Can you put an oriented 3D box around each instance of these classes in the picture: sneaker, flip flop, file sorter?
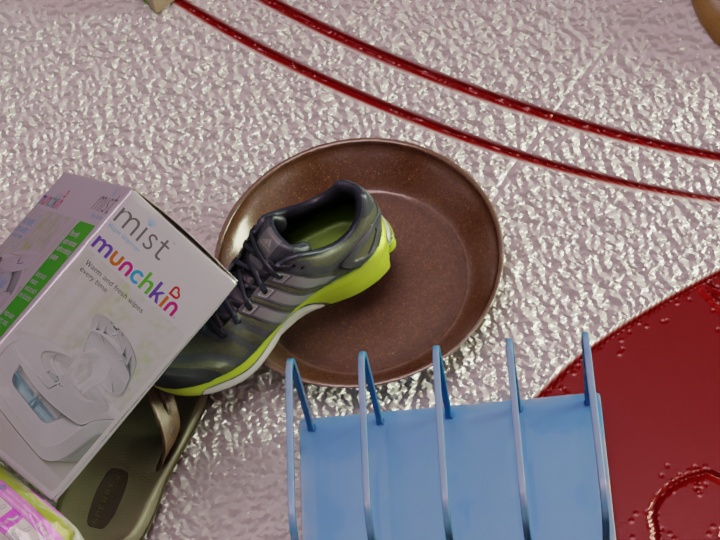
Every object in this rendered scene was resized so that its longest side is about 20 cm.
[{"bbox_3d":[-0.067,0.005,1.366,0.200,0.081,0.074,-38,61,-15],"label":"sneaker"},{"bbox_3d":[-0.154,0.098,1.375,0.081,0.058,0.200,10,57,14],"label":"flip flop"},{"bbox_3d":[0.054,0.123,1.295,0.200,0.123,0.139,-6,57,5],"label":"file sorter"}]

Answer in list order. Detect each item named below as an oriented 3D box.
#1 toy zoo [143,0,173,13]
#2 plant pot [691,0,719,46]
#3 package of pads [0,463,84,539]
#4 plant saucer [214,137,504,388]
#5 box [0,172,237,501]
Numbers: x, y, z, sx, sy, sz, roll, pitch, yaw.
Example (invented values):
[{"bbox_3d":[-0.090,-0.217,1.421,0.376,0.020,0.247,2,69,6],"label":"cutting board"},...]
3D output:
[{"bbox_3d":[-0.174,-0.299,1.646,0.131,0.020,0.200,-40,61,-16],"label":"toy zoo"},{"bbox_3d":[0.341,-0.223,1.522,0.200,0.028,0.200,-3,58,5],"label":"plant pot"},{"bbox_3d":[-0.243,0.160,1.294,0.200,0.155,0.068,35,69,25],"label":"package of pads"},{"bbox_3d":[0.000,0.000,1.428,0.200,0.037,0.201,-4,58,7],"label":"plant saucer"},{"bbox_3d":[-0.188,0.036,1.320,0.097,0.200,0.177,42,82,-18],"label":"box"}]
